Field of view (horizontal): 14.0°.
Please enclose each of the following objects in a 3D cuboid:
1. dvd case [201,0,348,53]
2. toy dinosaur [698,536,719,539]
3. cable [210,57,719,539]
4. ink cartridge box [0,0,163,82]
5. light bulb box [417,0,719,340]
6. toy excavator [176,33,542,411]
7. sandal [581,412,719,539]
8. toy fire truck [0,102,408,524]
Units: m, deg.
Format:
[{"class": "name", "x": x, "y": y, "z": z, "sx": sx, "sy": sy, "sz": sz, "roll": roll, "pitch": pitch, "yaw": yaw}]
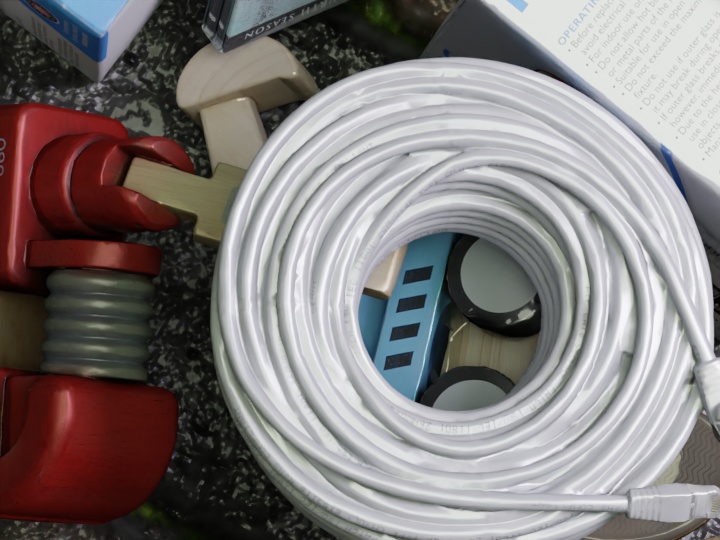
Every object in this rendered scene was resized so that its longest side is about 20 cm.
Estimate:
[{"class": "dvd case", "x": 0.011, "y": -0.184, "z": 1.242, "sx": 0.146, "sy": 0.200, "sz": 0.022, "roll": -25, "pitch": 66, "yaw": -29}, {"class": "toy dinosaur", "x": 0.234, "y": 0.126, "z": 1.316, "sx": 0.200, "sy": 0.058, "sz": 0.101, "roll": 19, "pitch": 75, "yaw": -11}, {"class": "cable", "x": 0.040, "y": 0.017, "z": 1.154, "sx": 0.200, "sy": 0.069, "sz": 0.200, "roll": -9, "pitch": 81, "yaw": -5}, {"class": "ink cartridge box", "x": -0.168, "y": -0.180, "z": 1.261, "sx": 0.200, "sy": 0.146, "sz": 0.084, "roll": 37, "pitch": 84, "yaw": -3}, {"class": "light bulb box", "x": 0.142, "y": -0.084, "z": 1.262, "sx": 0.200, "sy": 0.198, "sz": 0.125, "roll": 39, "pitch": 80, "yaw": -1}, {"class": "toy excavator", "x": 0.000, "y": 0.000, "z": 1.270, "sx": 0.200, "sy": 0.100, "sz": 0.195, "roll": 9, "pitch": 78, "yaw": 18}, {"class": "sandal", "x": 0.072, "y": 0.070, "z": 1.310, "sx": 0.200, "sy": 0.055, "sz": 0.082, "roll": 23, "pitch": 82, "yaw": -4}, {"class": "toy fire truck", "x": -0.094, "y": 0.019, "z": 1.225, "sx": 0.129, "sy": 0.200, "sz": 0.176, "roll": 10, "pitch": 81, "yaw": -43}]
